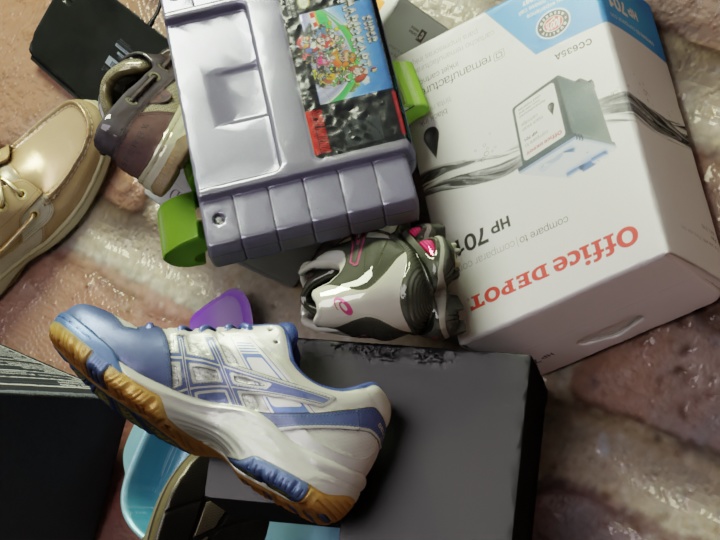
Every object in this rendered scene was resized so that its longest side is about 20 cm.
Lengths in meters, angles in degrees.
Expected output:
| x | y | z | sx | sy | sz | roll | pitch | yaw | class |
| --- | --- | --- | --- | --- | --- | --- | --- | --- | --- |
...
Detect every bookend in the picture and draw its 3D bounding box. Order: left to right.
| x | y | z | sx | sy | sz | roll | pitch | yaw | class |
| --- | --- | --- | --- | --- | --- | --- | --- | --- | --- |
| -0.001 | 0.147 | 1.246 | 0.198 | 0.092 | 0.201 | 3 | 75 | 12 | bookend |

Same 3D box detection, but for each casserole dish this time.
| x | y | z | sx | sy | sz | roll | pitch | yaw | class |
| --- | --- | --- | --- | --- | --- | --- | --- | --- | --- |
| -0.068 | 0.141 | 1.362 | 0.200 | 0.039 | 0.121 | 23 | 87 | 35 | casserole dish |

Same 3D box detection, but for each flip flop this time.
| x | y | z | sx | sy | sz | roll | pitch | yaw | class |
| --- | --- | --- | --- | --- | --- | --- | --- | --- | --- |
| -0.117 | 0.195 | 1.316 | 0.058 | 0.081 | 0.201 | 20 | 90 | 53 | flip flop |

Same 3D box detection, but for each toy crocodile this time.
| x | y | z | sx | sy | sz | roll | pitch | yaw | class |
| --- | --- | --- | --- | --- | --- | --- | --- | --- | --- |
| -0.044 | -0.062 | 1.320 | 0.200 | 0.062 | 0.068 | -33 | 57 | 14 | toy crocodile |

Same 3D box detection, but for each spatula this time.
| x | y | z | sx | sy | sz | roll | pitch | yaw | class |
| --- | --- | --- | --- | --- | --- | --- | --- | --- | --- |
| -0.148 | 0.067 | 1.449 | 0.199 | 0.021 | 0.057 | -22 | 65 | 26 | spatula |

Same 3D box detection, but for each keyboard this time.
| x | y | z | sx | sy | sz | roll | pitch | yaw | class |
| --- | --- | --- | --- | --- | --- | --- | --- | --- | --- |
| -0.153 | -0.162 | 1.531 | 0.200 | 0.021 | 0.127 | 39 | 103 | 35 | keyboard |

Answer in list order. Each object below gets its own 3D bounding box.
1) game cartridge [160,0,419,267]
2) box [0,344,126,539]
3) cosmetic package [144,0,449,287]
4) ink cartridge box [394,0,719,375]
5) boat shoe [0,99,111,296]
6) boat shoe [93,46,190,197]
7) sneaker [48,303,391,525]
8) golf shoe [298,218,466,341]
| x | y | z | sx | sy | sz | roll | pitch | yaw | class |
| --- | --- | --- | --- | --- | --- | --- | --- | --- | --- |
| -0.043 | -0.106 | 1.270 | 0.129 | 0.038 | 0.201 | -16 | 60 | 4 | game cartridge |
| -0.297 | 0.107 | 1.412 | 0.198 | 0.200 | 0.124 | 18 | 96 | 36 | box |
| -0.041 | -0.103 | 1.406 | 0.101 | 0.071 | 0.200 | 35 | 95 | 36 | cosmetic package |
| 0.117 | -0.059 | 1.280 | 0.146 | 0.086 | 0.201 | -25 | 60 | 26 | ink cartridge box |
| -0.254 | -0.044 | 1.524 | 0.200 | 0.069 | 0.074 | -50 | 56 | 11 | boat shoe |
| -0.134 | -0.109 | 1.366 | 0.072 | 0.065 | 0.200 | -53 | 15 | 19 | boat shoe |
| -0.076 | 0.061 | 1.205 | 0.200 | 0.075 | 0.088 | 29 | 76 | 9 | sneaker |
| 0.000 | 0.000 | 1.280 | 0.088 | 0.200 | 0.078 | -8 | 96 | -10 | golf shoe |
